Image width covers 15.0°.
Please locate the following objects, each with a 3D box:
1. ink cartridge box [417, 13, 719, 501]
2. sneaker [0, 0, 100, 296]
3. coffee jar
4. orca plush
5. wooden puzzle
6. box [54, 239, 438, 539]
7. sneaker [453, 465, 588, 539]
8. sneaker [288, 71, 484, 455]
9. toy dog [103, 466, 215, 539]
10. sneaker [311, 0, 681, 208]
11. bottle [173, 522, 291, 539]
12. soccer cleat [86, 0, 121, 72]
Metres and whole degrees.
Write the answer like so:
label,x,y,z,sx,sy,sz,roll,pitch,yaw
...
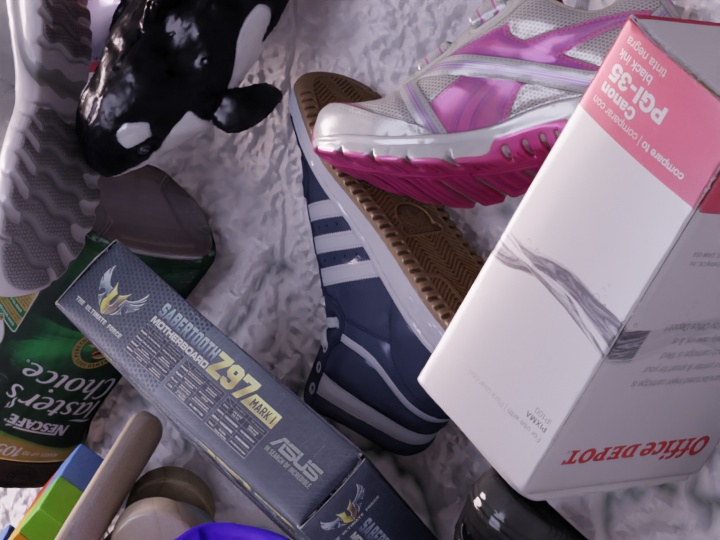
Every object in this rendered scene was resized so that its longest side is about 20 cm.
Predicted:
label,x,y,z,sx,sy,sz,roll,pitch,yaw
ink cartridge box,0.134,-0.005,1.203,0.083,0.146,0.201,45,118,30
sneaker,-0.185,-0.071,1.421,0.082,0.075,0.201,-16,54,24
coffee jar,-0.171,0.033,1.506,0.200,0.104,0.085,-53,50,29
orca plush,-0.072,-0.132,1.379,0.199,0.071,0.105,-32,66,3
wooden puzzle,-0.191,0.180,1.462,0.046,0.186,0.200,33,134,-4
box,-0.048,0.086,1.362,0.051,0.158,0.200,-47,55,-6
sneaker,0.057,0.151,1.268,0.060,0.200,0.104,43,91,14
sneaker,0.000,0.000,1.377,0.109,0.070,0.200,-58,49,37
toy dog,-0.119,0.200,1.471,0.096,0.132,0.200,34,124,-3
sneaker,0.072,-0.086,1.296,0.199,0.081,0.089,-8,73,18
bottle,-0.056,0.230,1.400,0.083,0.065,0.201,10,117,36
soccer cleat,-0.125,-0.145,1.501,0.199,0.077,0.067,-2,48,30
